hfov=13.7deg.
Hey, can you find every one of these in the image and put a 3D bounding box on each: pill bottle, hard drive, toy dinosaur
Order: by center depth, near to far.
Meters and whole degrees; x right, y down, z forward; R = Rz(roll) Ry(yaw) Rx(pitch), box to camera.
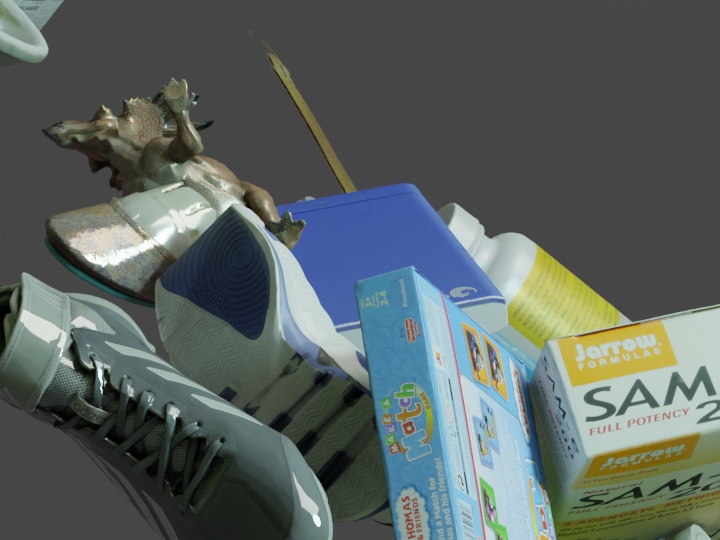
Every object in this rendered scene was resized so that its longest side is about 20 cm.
[{"bbox_3d":[-0.095,-0.042,1.802,0.200,0.086,0.136,46,0,-3],"label":"toy dinosaur"},{"bbox_3d":[0.000,0.000,1.897,0.200,0.132,0.025,-125,-153,-63],"label":"hard drive"},{"bbox_3d":[0.121,0.042,2.247,0.200,0.111,0.111,39,7,-13],"label":"pill bottle"}]

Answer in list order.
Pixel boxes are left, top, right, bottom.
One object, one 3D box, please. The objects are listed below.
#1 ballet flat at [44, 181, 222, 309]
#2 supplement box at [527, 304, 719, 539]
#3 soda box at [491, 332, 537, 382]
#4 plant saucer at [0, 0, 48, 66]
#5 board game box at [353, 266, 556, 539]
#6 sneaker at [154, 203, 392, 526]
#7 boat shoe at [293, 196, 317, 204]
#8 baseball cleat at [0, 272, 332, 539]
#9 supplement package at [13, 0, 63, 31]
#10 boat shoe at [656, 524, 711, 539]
[{"bbox_3d":[-0.097,-0.010,1.633,0.068,0.067,0.200,44,9,31],"label":"ballet flat"},{"bbox_3d":[0.154,0.098,1.657,0.200,0.126,0.074,103,-27,-63],"label":"supplement box"},{"bbox_3d":[0.069,0.069,1.991,0.200,0.068,0.064,36,6,-29],"label":"soda box"},{"bbox_3d":[-0.276,-0.175,1.773,0.200,0.050,0.200,40,7,-6],"label":"plant saucer"},{"bbox_3d":[0.054,0.097,1.507,0.200,0.037,0.151,38,40,-65],"label":"board game box"},{"bbox_3d":[-0.022,0.067,1.557,0.199,0.081,0.115,53,10,33],"label":"sneaker"},{"bbox_3d":[0.003,-0.001,2.088,0.074,0.065,0.202,36,8,-32],"label":"boat shoe"},{"bbox_3d":[-0.098,0.067,1.234,0.106,0.070,0.200,22,9,-47],"label":"baseball cleat"},{"bbox_3d":[-0.278,-0.259,2.023,0.200,0.111,0.156,41,8,1],"label":"supplement package"},{"bbox_3d":[0.169,0.216,1.621,0.075,0.062,0.200,49,24,-29],"label":"boat shoe"}]
